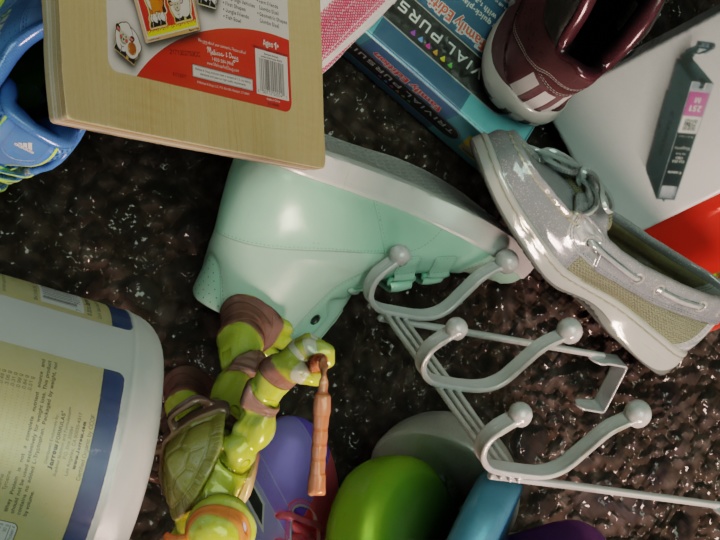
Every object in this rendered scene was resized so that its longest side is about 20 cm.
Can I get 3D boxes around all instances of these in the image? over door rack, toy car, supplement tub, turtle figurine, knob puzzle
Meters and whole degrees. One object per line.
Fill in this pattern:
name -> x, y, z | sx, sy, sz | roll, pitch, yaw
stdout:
over door rack -> 0.109, 0.060, 0.764 | 0.199, 0.148, 0.067 | 24, 110, -36
toy car -> 0.067, 0.174, 0.736 | 0.201, 0.149, 0.175 | 58, 43, -22
supplement tub -> -0.201, 0.065, 0.670 | 0.198, 0.144, 0.146 | 17, 80, -19
turtle figurine -> -0.070, 0.091, 0.689 | 0.064, 0.162, 0.202 | 18, 115, -14
knob puzzle -> -0.080, -0.152, 0.645 | 0.219, 0.030, 0.223 | 13, 74, -56

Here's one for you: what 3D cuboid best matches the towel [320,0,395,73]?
towel -> -0.053, -0.192, 0.716 | 0.146, 0.030, 0.201 | -47, 122, -30

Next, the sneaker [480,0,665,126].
sneaker -> 0.137, -0.176, 0.789 | 0.075, 0.115, 0.203 | 21, 79, -19

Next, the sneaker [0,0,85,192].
sneaker -> -0.175, -0.067, 0.670 | 0.075, 0.105, 0.200 | 29, 113, -26

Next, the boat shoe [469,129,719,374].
boat shoe -> 0.133, -0.018, 0.822 | 0.065, 0.075, 0.202 | -39, 122, 15

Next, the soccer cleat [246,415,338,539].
soccer cleat -> -0.044, 0.176, 0.760 | 0.066, 0.076, 0.203 | 16, 80, -19

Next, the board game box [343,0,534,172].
board game box -> 0.073, -0.184, 0.852 | 0.150, 0.047, 0.201 | 38, 74, -15

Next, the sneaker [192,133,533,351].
sneaker -> 0.000, 0.000, 0.806 | 0.199, 0.074, 0.119 | 18, 104, -34

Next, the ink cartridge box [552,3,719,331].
ink cartridge box -> 0.230, -0.065, 0.839 | 0.175, 0.198, 0.044 | 60, 27, -6
